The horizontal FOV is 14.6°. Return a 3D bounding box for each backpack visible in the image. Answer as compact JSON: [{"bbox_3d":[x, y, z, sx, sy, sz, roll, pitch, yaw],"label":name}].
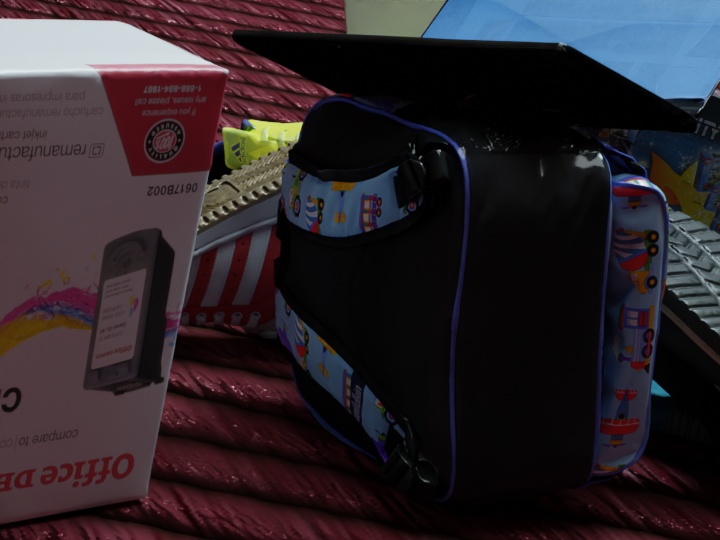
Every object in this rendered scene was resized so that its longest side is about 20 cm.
[{"bbox_3d":[0.040,0.005,1.338,0.134,0.184,0.200,-4,14,-25],"label":"backpack"}]

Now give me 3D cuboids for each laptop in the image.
[{"bbox_3d":[0.077,-0.132,1.352,0.186,0.117,0.200,5,-10,36],"label":"laptop"}]

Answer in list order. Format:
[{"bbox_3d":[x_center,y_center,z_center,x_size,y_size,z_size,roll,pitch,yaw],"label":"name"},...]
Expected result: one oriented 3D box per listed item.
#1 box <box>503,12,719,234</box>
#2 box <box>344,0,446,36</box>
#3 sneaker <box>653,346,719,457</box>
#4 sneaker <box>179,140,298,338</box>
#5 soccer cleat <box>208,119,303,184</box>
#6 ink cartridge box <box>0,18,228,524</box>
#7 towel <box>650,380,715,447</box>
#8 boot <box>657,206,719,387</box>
[{"bbox_3d":[0.135,-0.043,1.501,0.199,0.137,0.038,19,11,-21],"label":"box"},{"bbox_3d":[0.101,-0.118,1.701,0.130,0.201,0.199,-4,0,-42],"label":"box"},{"bbox_3d":[0.205,0.073,1.381,0.090,0.076,0.199,-28,39,-32],"label":"sneaker"},{"bbox_3d":[-0.071,0.014,1.481,0.199,0.113,0.071,-24,24,-7],"label":"sneaker"},{"bbox_3d":[-0.038,-0.060,1.631,0.083,0.065,0.200,31,-23,-23],"label":"soccer cleat"},{"bbox_3d":[-0.148,-0.001,1.184,0.085,0.201,0.147,23,19,40],"label":"ink cartridge box"},{"bbox_3d":[0.195,0.071,1.506,0.199,0.022,0.147,14,16,6],"label":"towel"},{"bbox_3d":[0.118,0.031,1.409,0.077,0.139,0.200,-6,42,-46],"label":"boot"}]
